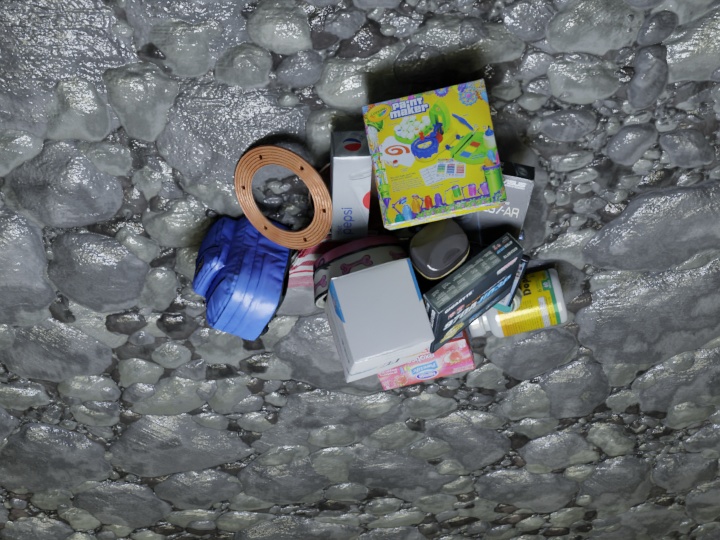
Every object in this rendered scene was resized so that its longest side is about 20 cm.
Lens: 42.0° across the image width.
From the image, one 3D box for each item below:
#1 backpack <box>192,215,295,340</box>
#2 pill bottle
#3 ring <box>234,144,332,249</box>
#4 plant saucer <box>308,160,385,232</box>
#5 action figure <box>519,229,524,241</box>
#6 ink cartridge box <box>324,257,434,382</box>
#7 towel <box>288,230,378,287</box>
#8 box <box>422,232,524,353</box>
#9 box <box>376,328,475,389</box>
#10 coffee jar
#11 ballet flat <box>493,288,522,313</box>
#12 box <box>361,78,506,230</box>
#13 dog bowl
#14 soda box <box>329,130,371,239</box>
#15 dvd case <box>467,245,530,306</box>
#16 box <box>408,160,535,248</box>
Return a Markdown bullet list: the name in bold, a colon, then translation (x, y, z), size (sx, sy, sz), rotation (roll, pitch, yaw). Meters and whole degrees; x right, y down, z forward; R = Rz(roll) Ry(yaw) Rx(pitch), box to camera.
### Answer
- **backpack**: translation (-0.221, 0.020, 1.716), size (0.165, 0.203, 0.163), rotation (16, 136, -18)
- **pill bottle**: translation (0.314, 0.072, 1.911), size (0.196, 0.114, 0.113), rotation (-14, 139, 10)
- **ring**: translation (-0.132, -0.128, 1.631), size (0.197, 0.019, 0.203), rotation (17, 130, 21)
- **plant saucer**: translation (0.004, -0.147, 1.678), size (0.196, 0.037, 0.202), rotation (-3, 140, -3)
- **action figure**: translation (0.210, -0.074, 1.767), size (0.196, 0.105, 0.196), rotation (15, 133, 9)
- **ink cartridge box**: translation (0.027, 0.089, 1.622), size (0.142, 0.150, 0.200), rotation (-16, 167, -10)
- **towel**: translation (-0.066, -0.018, 1.777), size (0.142, 0.023, 0.200), rotation (-3, 154, -29)
- **box**: translation (0.189, 0.041, 1.632), size (0.199, 0.046, 0.160), rotation (-35, 156, -19)
- **box**: translation (0.124, 0.155, 1.892), size (0.196, 0.101, 0.096), rotation (-15, 131, 11)
- **coffee jar**: translation (0.140, -0.010, 1.635), size (0.104, 0.085, 0.201), rotation (-39, 157, -10)
- **ballet flat**: translation (0.229, 0.025, 1.861), size (0.198, 0.062, 0.068), rotation (28, 132, 16)
- **box**: translation (0.120, -0.182, 1.506), size (0.196, 0.197, 0.122), rotation (-11, 179, 7)
- **dog bowl**: translation (0.000, 0.000, 1.716), size (0.197, 0.075, 0.200), rotation (-17, 167, -4)
- **soda box**: translation (-0.018, -0.143, 1.603), size (0.067, 0.064, 0.202), rotation (-2, 140, -5)
- **dvd case**: translation (0.205, -0.010, 1.750), size (0.197, 0.018, 0.144), rotation (20, 142, 6)
- **box**: translation (0.191, -0.122, 1.631), size (0.196, 0.044, 0.162), rotation (12, 131, 3)
